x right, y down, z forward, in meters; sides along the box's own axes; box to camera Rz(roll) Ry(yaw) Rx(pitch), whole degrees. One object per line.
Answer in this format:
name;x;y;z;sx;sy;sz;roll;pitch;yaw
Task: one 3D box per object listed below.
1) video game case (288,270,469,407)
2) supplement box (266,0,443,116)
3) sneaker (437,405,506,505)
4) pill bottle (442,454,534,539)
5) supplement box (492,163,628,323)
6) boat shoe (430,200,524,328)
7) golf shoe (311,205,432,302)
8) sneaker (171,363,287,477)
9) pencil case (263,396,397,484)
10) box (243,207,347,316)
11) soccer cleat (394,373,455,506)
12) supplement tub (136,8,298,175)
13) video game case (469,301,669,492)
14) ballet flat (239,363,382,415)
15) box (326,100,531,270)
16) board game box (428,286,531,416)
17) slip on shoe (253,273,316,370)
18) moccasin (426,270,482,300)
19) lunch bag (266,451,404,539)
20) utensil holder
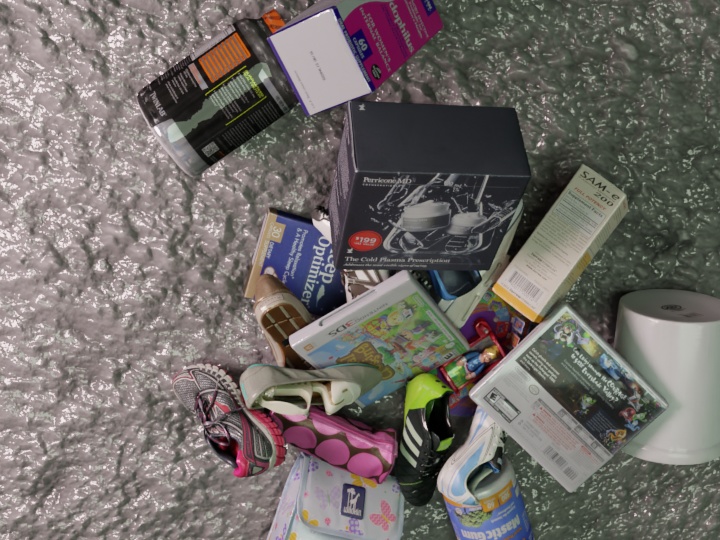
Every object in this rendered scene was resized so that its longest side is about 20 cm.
video game case;0.030;0.097;1.238;0.181;0.022;0.200;-30;138;12
supplement box;0.000;-0.278;1.079;0.102;0.200;0.102;-12;116;38
sneaker;0.180;0.234;1.291;0.201;0.072;0.072;-59;152;-14
pill bottle;0.194;0.377;1.369;0.111;0.112;0.202;-20;109;-2
supplement box;0.268;-0.030;1.235;0.073;0.126;0.201;38;96;17
boat shoe;0.170;-0.009;1.263;0.069;0.071;0.201;31;98;-18
golf shoe;0.000;0.000;1.203;0.200;0.078;0.095;40;96;-20
sneaker;-0.184;0.192;1.217;0.074;0.199;0.082;-19;131;-44
pencil case;-0.040;0.223;1.280;0.198;0.091;0.094;23;135;-12
box;-0.047;0.000;1.253;0.198;0.032;0.123;14;104;-15
soccer cleat;0.092;0.244;1.288;0.067;0.081;0.203;-8;109;-32
supplement tub;-0.158;-0.217;1.117;0.199;0.123;0.123;-34;110;3
video game case;0.277;0.172;1.242;0.200;0.023;0.182;43;105;-5
ballet flat;-0.060;0.160;1.208;0.197;0.064;0.068;4;135;-23
box;0.071;-0.092;1.073;0.197;0.105;0.183;0;145;-10
board game box;0.163;0.123;1.321;0.156;0.039;0.203;10;105;-12
slip on shoe;-0.094;0.081;1.236;0.075;0.061;0.201;-28;141;0
moccasin;0.099;-0.062;1.221;0.067;0.080;0.202;-22;91;-6
lunch bag;-0.038;0.372;1.323;0.168;0.127;0.202;21;88;-15
utensil holder;0.436;0.144;1.310;0.167;0.170;0.203;-3;105;-8
